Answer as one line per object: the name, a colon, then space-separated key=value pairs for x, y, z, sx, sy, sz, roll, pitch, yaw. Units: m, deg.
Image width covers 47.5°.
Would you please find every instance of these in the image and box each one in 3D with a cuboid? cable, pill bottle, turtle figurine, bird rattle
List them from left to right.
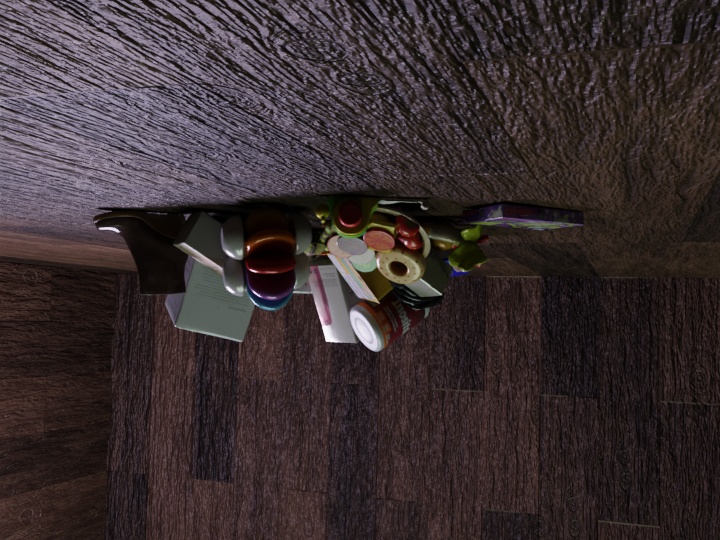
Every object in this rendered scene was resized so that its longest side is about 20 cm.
turtle figurine: x=-0.123 y=-0.057 z=1.806 sx=0.158 sy=0.066 sz=0.199 roll=3 pitch=163 yaw=-30
pill bottle: x=0.081 y=0.081 z=1.822 sx=0.198 sy=0.114 sz=0.112 roll=-34 pitch=-168 yaw=-23
cable: x=0.106 y=-0.005 z=1.775 sx=0.051 sy=0.200 sz=0.164 roll=-40 pitch=-170 yaw=36
bird rattle: x=0.192 y=-0.072 z=1.690 sx=0.160 sy=0.115 sz=0.200 roll=15 pitch=-172 yaw=0

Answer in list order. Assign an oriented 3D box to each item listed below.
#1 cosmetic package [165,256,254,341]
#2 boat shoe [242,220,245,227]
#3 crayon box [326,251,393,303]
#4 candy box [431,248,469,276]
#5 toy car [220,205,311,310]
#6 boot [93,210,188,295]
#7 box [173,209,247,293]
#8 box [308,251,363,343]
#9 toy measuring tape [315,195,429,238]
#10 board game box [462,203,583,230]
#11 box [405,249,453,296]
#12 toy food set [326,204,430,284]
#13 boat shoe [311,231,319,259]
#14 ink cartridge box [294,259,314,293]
cosmetic package: x=-0.324 y=0.025 z=1.830 sx=0.162 sy=0.204 sz=0.165 roll=16 pitch=-171 yaw=-24
boat shoe: x=-0.203 y=-0.084 z=1.722 sx=0.066 sy=0.075 sz=0.198 roll=-14 pitch=-164 yaw=-35
crayon box: x=0.000 y=0.000 z=1.731 sx=0.051 sy=0.127 sz=0.200 roll=-38 pitch=-171 yaw=-8
candy box: x=0.151 y=-0.027 z=1.934 sx=0.195 sy=0.079 sz=0.169 roll=-8 pitch=166 yaw=11
toy car: x=-0.173 y=-0.012 z=1.561 sx=0.171 sy=0.203 sz=0.151 roll=-6 pitch=-140 yaw=-16
boot: x=-0.452 y=-0.035 z=1.686 sx=0.195 sy=0.171 sz=0.072 roll=2 pitch=176 yaw=-11
box: x=-0.274 y=-0.034 z=1.676 sx=0.198 sy=0.079 sz=0.095 roll=35 pitch=164 yaw=-21
box: x=-0.035 y=0.056 z=1.966 sx=0.107 sy=0.204 sz=0.127 roll=-1 pitch=-160 yaw=40
toy measuring tape: x=0.020 y=-0.089 z=1.402 sx=0.195 sy=0.075 sz=0.074 roll=2 pitch=177 yaw=-1
board game box: x=0.299 y=-0.097 z=1.506 sx=0.196 sy=0.033 sz=0.119 roll=3 pitch=-179 yaw=-32
box: x=0.088 y=-0.028 z=1.660 sx=0.199 sy=0.069 sz=0.082 roll=37 pitch=159 yaw=-25
toy food set: x=0.034 y=-0.052 z=1.527 sx=0.194 sy=0.049 sz=0.201 roll=12 pitch=148 yaw=3
boat shoe: x=-0.166 y=-0.059 z=1.900 sx=0.197 sy=0.063 sz=0.072 roll=4 pitch=-163 yaw=-41
ink cartridge box: x=-0.211 y=-0.020 z=2.000 sx=0.195 sy=0.148 sz=0.085 roll=3 pitch=177 yaw=-12
